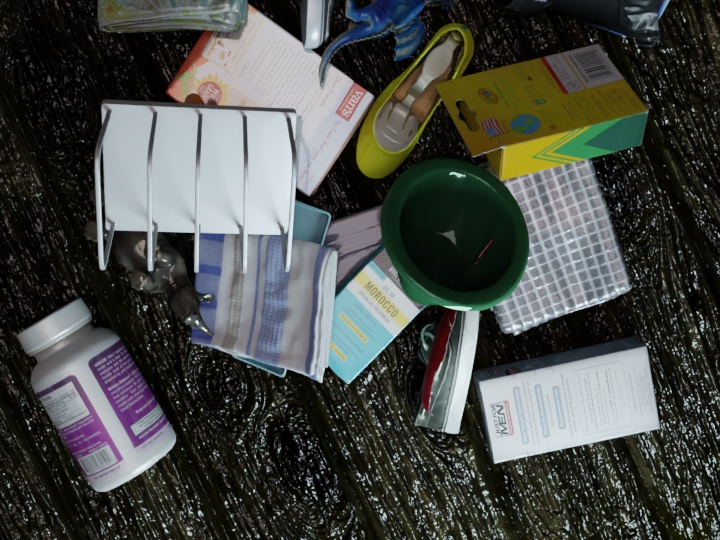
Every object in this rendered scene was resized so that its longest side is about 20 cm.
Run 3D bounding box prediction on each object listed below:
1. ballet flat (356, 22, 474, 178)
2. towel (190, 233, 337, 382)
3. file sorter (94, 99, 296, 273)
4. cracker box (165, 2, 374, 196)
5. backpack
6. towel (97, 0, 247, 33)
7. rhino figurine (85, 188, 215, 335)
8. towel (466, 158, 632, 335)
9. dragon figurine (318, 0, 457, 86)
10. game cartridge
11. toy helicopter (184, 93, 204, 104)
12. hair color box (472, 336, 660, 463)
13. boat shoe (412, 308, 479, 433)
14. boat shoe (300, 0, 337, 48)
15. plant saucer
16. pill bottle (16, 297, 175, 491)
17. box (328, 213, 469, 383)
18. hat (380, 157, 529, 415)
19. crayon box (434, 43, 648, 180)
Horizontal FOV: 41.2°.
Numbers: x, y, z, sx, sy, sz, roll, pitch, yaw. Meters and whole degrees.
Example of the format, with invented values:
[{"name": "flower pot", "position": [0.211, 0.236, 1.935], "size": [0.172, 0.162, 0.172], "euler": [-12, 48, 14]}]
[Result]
[{"name": "ballet flat", "position": [0.058, -0.193, 1.074], "size": [0.066, 0.067, 0.201], "euler": [36, 96, -2]}, {"name": "towel", "position": [-0.113, 0.032, 1.073], "size": [0.197, 0.024, 0.150], "euler": [12, 100, 32]}, {"name": "file sorter", "position": [-0.162, -0.078, 0.962], "size": [0.196, 0.125, 0.141], "euler": [1, 119, -10]}, {"name": "cracker box", "position": [-0.099, -0.196, 1.078], "size": [0.199, 0.058, 0.135], "euler": [35, 95, -3]}, {"name": "backpack", "position": [0.258, -0.345, 0.995], "size": [0.196, 0.191, 0.157], "euler": [12, 81, -2]}, {"name": "towel", "position": [-0.202, -0.356, 1.033], "size": [0.168, 0.048, 0.204], "euler": [1, 86, 13]}, {"name": "rhino figurine", "position": [-0.229, -0.005, 1.076], "size": [0.060, 0.087, 0.200], "euler": [-42, 85, 4]}, {"name": "towel", "position": [0.205, -0.039, 1.085], "size": [0.163, 0.086, 0.203], "euler": [-21, 97, 3]}, {"name": "dragon figurine", "position": [0.037, -0.272, 1.040], "size": [0.098, 0.059, 0.201], "euler": [28, 64, 17]}, {"name": "game cartridge", "position": [0.000, 0.000, 1.116], "size": [0.197, 0.038, 0.132], "euler": [-17, 101, 2]}, {"name": "toy helicopter", "position": [-0.164, -0.122, 1.062], "size": [0.198, 0.132, 0.080], "euler": [29, 63, -21]}, {"name": "hair color box", "position": [0.239, 0.150, 1.121], "size": [0.196, 0.061, 0.101], "euler": [-12, 97, 1]}, {"name": "boat shoe", "position": [0.098, 0.093, 1.099], "size": [0.062, 0.071, 0.204], "euler": [9, 108, 3]}, {"name": "boat shoe", "position": [-0.027, -0.338, 1.046], "size": [0.065, 0.070, 0.204], "euler": [6, 75, -9]}, {"name": "plant saucer", "position": [-0.090, 0.017, 1.092], "size": [0.069, 0.019, 0.203], "euler": [20, 107, 11]}, {"name": "pill bottle", "position": [-0.304, 0.138, 1.094], "size": [0.111, 0.112, 0.202], "euler": [-28, 96, 3]}, {"name": "box", "position": [0.028, 0.026, 1.079], "size": [0.082, 0.049, 0.200], "euler": [44, 95, -5]}, {"name": "hat", "position": [0.072, 0.006, 1.043], "size": [0.164, 0.176, 0.202], "euler": [29, 59, -2]}, {"name": "crayon box", "position": [0.190, -0.170, 1.034], "size": [0.196, 0.128, 0.051], "euler": [-14, 139, -8]}]
